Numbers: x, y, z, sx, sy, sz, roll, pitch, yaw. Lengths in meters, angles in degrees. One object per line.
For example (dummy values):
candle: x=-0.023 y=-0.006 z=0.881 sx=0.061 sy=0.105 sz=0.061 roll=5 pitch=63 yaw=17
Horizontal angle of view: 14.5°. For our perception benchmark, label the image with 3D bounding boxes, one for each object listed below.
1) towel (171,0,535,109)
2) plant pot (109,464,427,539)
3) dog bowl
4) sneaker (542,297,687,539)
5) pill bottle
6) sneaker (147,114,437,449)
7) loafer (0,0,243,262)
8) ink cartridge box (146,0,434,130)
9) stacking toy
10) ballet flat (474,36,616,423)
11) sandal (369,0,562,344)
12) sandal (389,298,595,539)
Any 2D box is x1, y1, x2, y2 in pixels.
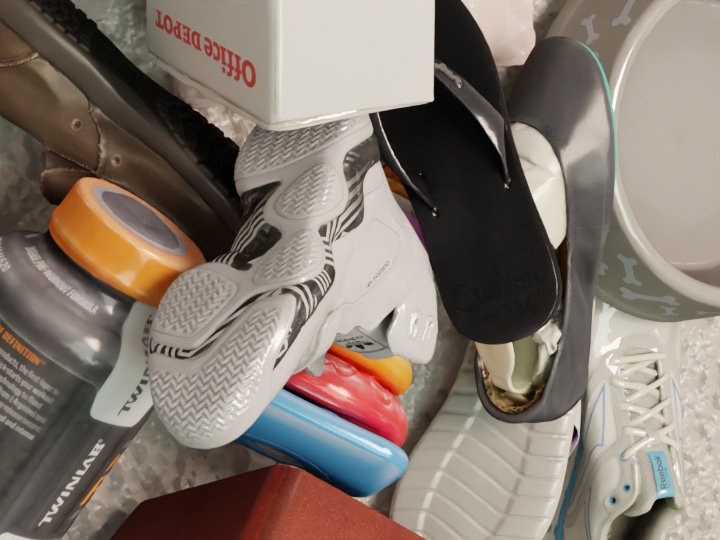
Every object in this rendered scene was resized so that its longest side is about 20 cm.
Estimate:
towel: x=-0.004 y=-0.186 z=1.359 sx=0.191 sy=0.032 sz=0.200 roll=-9 pitch=111 yaw=-23
plant pot: x=-0.047 y=0.207 z=1.361 sx=0.200 sy=0.200 sz=0.176 roll=31 pitch=60 yaw=-28
dog bowl: x=0.182 y=-0.070 z=1.443 sx=0.200 sy=0.059 sz=0.200 roll=-3 pitch=96 yaw=-29
sneaker: x=0.147 y=0.084 z=1.491 sx=0.075 sy=0.087 sz=0.200 roll=-6 pitch=109 yaw=-21
pill bottle: x=-0.152 y=0.056 z=1.269 sx=0.106 sy=0.106 sz=0.200 roll=29 pitch=105 yaw=-30
sneaker: x=-0.022 y=0.022 z=1.242 sx=0.115 sy=0.075 sz=0.200 roll=58 pitch=37 yaw=-35
loafer: x=-0.114 y=-0.054 z=1.317 sx=0.200 sy=0.073 sz=0.071 roll=44 pitch=105 yaw=-3
ink cartridge box: x=-0.033 y=-0.178 z=1.245 sx=0.083 sy=0.145 sz=0.200 roll=-9 pitch=111 yaw=-25
stacking toy: x=0.000 y=0.000 z=1.385 sx=0.110 sy=0.116 sz=0.200 roll=27 pitch=79 yaw=-7
ballet flat: x=0.084 y=-0.013 z=1.379 sx=0.073 sy=0.073 sz=0.200 roll=-8 pitch=115 yaw=-22
sandal: x=0.039 y=-0.062 z=1.326 sx=0.076 sy=0.043 sz=0.200 roll=-28 pitch=85 yaw=11
sandal: x=0.079 y=0.082 z=1.476 sx=0.082 sy=0.050 sz=0.203 roll=23 pitch=95 yaw=15
